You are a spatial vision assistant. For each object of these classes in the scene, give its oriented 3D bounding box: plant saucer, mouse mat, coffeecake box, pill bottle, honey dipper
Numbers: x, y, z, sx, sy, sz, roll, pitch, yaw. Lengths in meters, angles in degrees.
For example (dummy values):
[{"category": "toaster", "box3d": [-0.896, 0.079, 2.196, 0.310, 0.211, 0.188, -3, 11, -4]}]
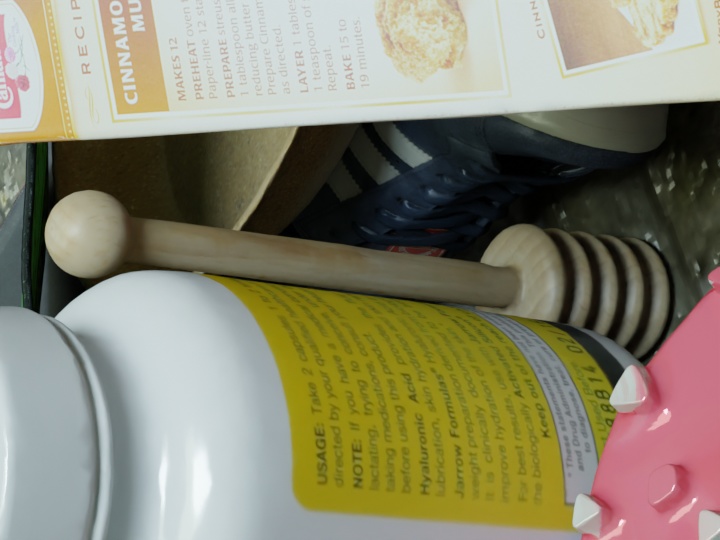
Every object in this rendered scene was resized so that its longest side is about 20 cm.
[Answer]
[{"category": "plant saucer", "box3d": [-0.036, -0.082, 0.887, 0.200, 0.035, 0.201, -37, 46, 50]}, {"category": "mouse mat", "box3d": [-0.097, 0.006, 0.855, 0.161, 0.007, 0.201, 100, 169, -57]}, {"category": "coffeecake box", "box3d": [0.027, -0.081, 0.676, 0.199, 0.153, 0.074, -2, 102, 30]}, {"category": "pill bottle", "box3d": [-0.023, 0.058, 0.721, 0.111, 0.199, 0.112, -14, 72, 51]}, {"category": "honey dipper", "box3d": [0.000, 0.000, 0.790, 0.038, 0.199, 0.038, -11, 76, 52]}]

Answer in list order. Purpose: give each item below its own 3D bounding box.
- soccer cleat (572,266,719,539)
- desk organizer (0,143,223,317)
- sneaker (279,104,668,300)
[{"category": "soccer cleat", "box3d": [0.086, 0.084, 0.699, 0.067, 0.076, 0.201, 20, 83, 47]}, {"category": "desk organizer", "box3d": [-0.096, 0.038, 0.983, 0.071, 0.077, 0.201, 21, 73, 21]}, {"category": "sneaker", "box3d": [0.023, -0.028, 0.874, 0.200, 0.075, 0.085, 14, 95, 62]}]
